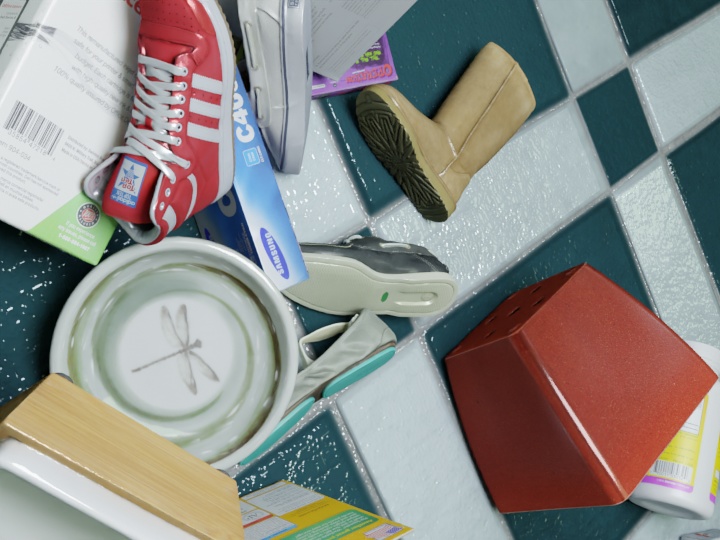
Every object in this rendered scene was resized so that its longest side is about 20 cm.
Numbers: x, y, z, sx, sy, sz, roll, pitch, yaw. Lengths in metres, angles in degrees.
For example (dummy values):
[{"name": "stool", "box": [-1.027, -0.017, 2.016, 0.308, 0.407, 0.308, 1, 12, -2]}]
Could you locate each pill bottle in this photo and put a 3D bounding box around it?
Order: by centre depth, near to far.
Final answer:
[{"name": "pill bottle", "box": [0.394, 0.194, 1.080, 0.103, 0.104, 0.203, 28, 69, -29]}]

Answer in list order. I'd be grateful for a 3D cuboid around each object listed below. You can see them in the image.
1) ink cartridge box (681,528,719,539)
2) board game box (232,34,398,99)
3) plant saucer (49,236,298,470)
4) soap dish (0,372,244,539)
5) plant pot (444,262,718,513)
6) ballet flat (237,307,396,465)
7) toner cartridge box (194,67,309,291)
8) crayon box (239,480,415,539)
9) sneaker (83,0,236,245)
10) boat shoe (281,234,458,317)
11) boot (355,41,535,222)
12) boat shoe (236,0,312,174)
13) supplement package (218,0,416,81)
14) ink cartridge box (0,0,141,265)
[{"name": "ink cartridge box", "box": [0.497, 0.427, 1.167, 0.198, 0.050, 0.165, 8, 79, -42]}, {"name": "board game box", "box": [-0.059, -0.228, 0.861, 0.198, 0.032, 0.122, -17, 90, -34]}, {"name": "plant saucer", "box": [-0.151, 0.070, 0.724, 0.196, 0.050, 0.204, -3, 100, -15]}, {"name": "soap dish", "box": [-0.199, 0.164, 0.646, 0.199, 0.156, 0.082, 38, 46, -26]}, {"name": "plant pot", "box": [0.209, 0.113, 0.917, 0.199, 0.199, 0.177, -37, 93, -32]}, {"name": "ballet flat", "box": [-0.053, 0.101, 0.812, 0.199, 0.068, 0.064, -33, 74, -28]}, {"name": "toner cartridge box", "box": [-0.115, -0.077, 0.763, 0.043, 0.094, 0.203, -23, 97, -33]}, {"name": "crayon box", "box": [-0.059, 0.229, 0.699, 0.124, 0.199, 0.053, -14, 97, -34]}, {"name": "sneaker", "box": [-0.145, -0.108, 0.620, 0.113, 0.070, 0.202, -49, 150, -40]}, {"name": "boat shoe", "box": [0.000, 0.000, 0.864, 0.197, 0.072, 0.068, 6, 44, -27]}, {"name": "boot", "box": [0.095, -0.178, 0.943, 0.201, 0.066, 0.176, -52, 126, -27]}, {"name": "boat shoe", "box": [-0.079, -0.164, 0.771, 0.068, 0.201, 0.072, 6, 57, 1]}, {"name": "supplement package", "box": [-0.052, -0.300, 0.745, 0.197, 0.191, 0.150, 19, 64, -25]}, {"name": "ink cartridge box", "box": [-0.219, -0.128, 0.645, 0.203, 0.083, 0.145, -65, 149, -8]}]
